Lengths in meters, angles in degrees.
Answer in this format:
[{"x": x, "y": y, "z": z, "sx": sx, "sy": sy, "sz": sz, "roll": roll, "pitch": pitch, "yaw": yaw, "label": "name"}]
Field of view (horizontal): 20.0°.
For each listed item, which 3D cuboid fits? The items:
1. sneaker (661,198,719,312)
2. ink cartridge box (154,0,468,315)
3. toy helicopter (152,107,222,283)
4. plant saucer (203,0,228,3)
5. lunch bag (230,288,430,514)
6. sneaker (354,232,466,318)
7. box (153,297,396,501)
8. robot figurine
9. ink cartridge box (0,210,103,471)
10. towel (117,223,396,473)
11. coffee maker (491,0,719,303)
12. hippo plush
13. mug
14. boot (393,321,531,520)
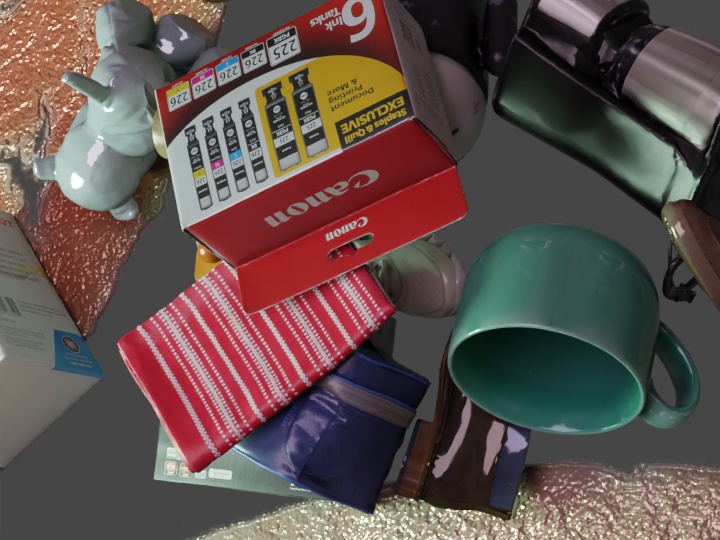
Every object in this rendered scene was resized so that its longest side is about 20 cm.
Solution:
[{"x": 0.295, "y": 0.014, "z": 1.479, "sx": 0.075, "sy": 0.071, "sz": 0.200, "roll": -36, "pitch": 109, "yaw": 7, "label": "sneaker"}, {"x": -0.037, "y": -0.089, "z": 1.514, "sx": 0.199, "sy": 0.084, "sz": 0.177, "roll": -25, "pitch": 58, "yaw": 17, "label": "ink cartridge box"}, {"x": -0.121, "y": -0.069, "z": 1.690, "sx": 0.078, "sy": 0.200, "sz": 0.133, "roll": 6, "pitch": 67, "yaw": 29, "label": "toy helicopter"}, {"x": -0.125, "y": -0.339, "z": 1.801, "sx": 0.199, "sy": 0.031, "sz": 0.202, "roll": -9, "pitch": 78, "yaw": 48, "label": "plant saucer"}, {"x": -0.053, "y": 0.087, "z": 1.603, "sx": 0.199, "sy": 0.136, "sz": 0.133, "roll": 25, "pitch": 87, "yaw": 35, "label": "lunch bag"}, {"x": 0.000, "y": 0.000, "z": 1.661, "sx": 0.199, "sy": 0.081, "sz": 0.076, "roll": 16, "pitch": 114, "yaw": 39, "label": "sneaker"}, {"x": -0.073, "y": 0.109, "z": 1.718, "sx": 0.198, "sy": 0.048, "sz": 0.160, "roll": 4, "pitch": 83, "yaw": 29, "label": "box"}, {"x": 0.044, "y": -0.171, "z": 1.646, "sx": 0.151, "sy": 0.124, "sz": 0.201, "roll": 124, "pitch": 155, "yaw": -49, "label": "robot figurine"}, {"x": -0.362, "y": 0.053, "z": 1.834, "sx": 0.146, "sy": 0.146, "sz": 0.201, "roll": -42, "pitch": 63, "yaw": 17, "label": "ink cartridge box"}, {"x": -0.082, "y": 0.043, "z": 1.538, "sx": 0.200, "sy": 0.022, "sz": 0.145, "roll": -39, "pitch": 54, "yaw": 7, "label": "towel"}, {"x": 0.203, "y": -0.112, "z": 1.555, "sx": 0.199, "sy": 0.134, "sz": 0.193, "roll": 35, "pitch": 100, "yaw": 30, "label": "coffee maker"}, {"x": -0.189, "y": -0.120, "z": 1.779, "sx": 0.158, "sy": 0.201, "sz": 0.162, "roll": 22, "pitch": 121, "yaw": -7, "label": "hippo plush"}, {"x": 0.158, "y": 0.045, "z": 1.546, "sx": 0.151, "sy": 0.185, "sz": 0.115, "roll": -10, "pitch": 50, "yaw": 35, "label": "mug"}, {"x": 0.104, "y": 0.100, "z": 1.625, "sx": 0.096, "sy": 0.075, "sz": 0.202, "roll": 21, "pitch": 80, "yaw": 5, "label": "boot"}]
